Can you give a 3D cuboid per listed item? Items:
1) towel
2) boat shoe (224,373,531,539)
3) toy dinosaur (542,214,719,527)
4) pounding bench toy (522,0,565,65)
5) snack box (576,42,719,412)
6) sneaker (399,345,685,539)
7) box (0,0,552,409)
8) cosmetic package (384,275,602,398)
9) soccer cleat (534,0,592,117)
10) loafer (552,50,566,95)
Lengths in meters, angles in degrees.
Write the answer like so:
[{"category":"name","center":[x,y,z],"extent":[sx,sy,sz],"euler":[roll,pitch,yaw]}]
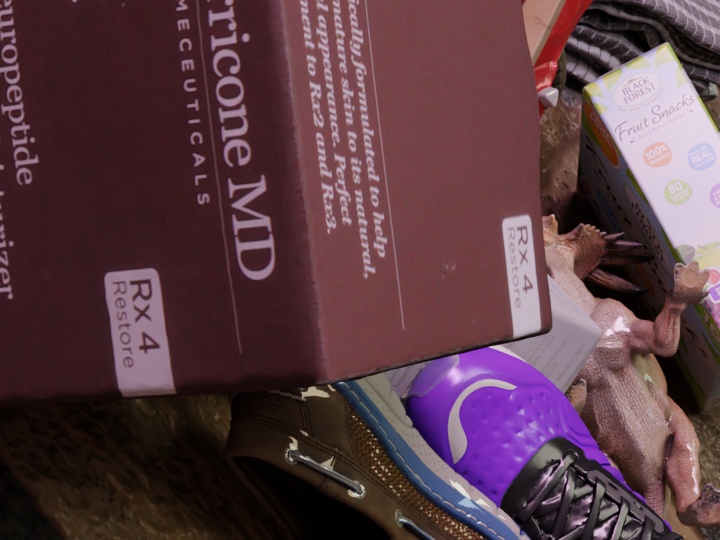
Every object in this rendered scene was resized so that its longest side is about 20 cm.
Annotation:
[{"category":"towel","center":[0.143,-0.186,1.585],"extent":[0.200,0.085,0.166],"euler":[14,49,-50]},{"category":"boat shoe","center":[0.007,0.111,1.105],"extent":[0.200,0.072,0.072],"euler":[49,51,-26]},{"category":"toy dinosaur","center":[0.116,0.056,1.284],"extent":[0.136,0.086,0.201],"euler":[-136,-149,-78]},{"category":"pounding bench toy","center":[-0.026,-0.132,1.155],"extent":[0.200,0.125,0.156],"euler":[27,4,11]},{"category":"snack box","center":[0.162,-0.016,1.376],"extent":[0.143,0.053,0.200],"euler":[61,-3,12]},{"category":"sneaker","center":[0.097,0.109,1.153],"extent":[0.200,0.070,0.099],"euler":[51,-12,-31]},{"category":"box","center":[-0.061,-0.044,0.972],"extent":[0.164,0.199,0.167],"euler":[-10,93,-58]},{"category":"cosmetic package","center":[0.000,0.000,1.168],"extent":[0.200,0.074,0.102],"euler":[23,17,-41]},{"category":"soccer cleat","center":[0.059,-0.110,1.304],"extent":[0.069,0.200,0.085],"euler":[37,-10,-36]},{"category":"loafer","center":[0.062,-0.167,1.401],"extent":[0.068,0.076,0.201],"euler":[-118,-161,-48]}]
